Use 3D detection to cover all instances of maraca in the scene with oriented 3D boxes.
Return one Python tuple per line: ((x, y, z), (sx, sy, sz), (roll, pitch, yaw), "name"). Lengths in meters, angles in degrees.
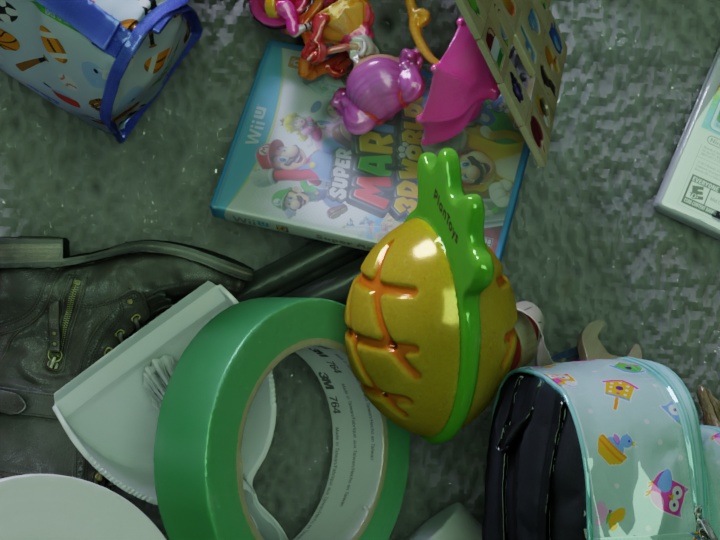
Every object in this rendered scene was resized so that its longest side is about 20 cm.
((0.047, 0.019, 1.002), (0.107, 0.200, 0.137), (-8, 43, -20), "maraca")

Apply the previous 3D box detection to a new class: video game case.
((0.340, -0.087, 1.182), (0.200, 0.024, 0.182), (24, 82, -2), "video game case")
((0.012, -0.080, 1.104), (0.200, 0.018, 0.143), (12, 65, 9), "video game case")

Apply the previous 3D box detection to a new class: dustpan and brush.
((-0.098, 0.124, 1.073), (0.140, 0.057, 0.200), (-37, 129, -13), "dustpan and brush")

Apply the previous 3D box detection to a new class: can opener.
((0.000, 0.000, 1.122), (0.200, 0.067, 0.053), (-27, 66, 4), "can opener")

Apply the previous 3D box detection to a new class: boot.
((-0.173, 0.065, 1.089), (0.200, 0.069, 0.174), (2, 90, 4), "boot")

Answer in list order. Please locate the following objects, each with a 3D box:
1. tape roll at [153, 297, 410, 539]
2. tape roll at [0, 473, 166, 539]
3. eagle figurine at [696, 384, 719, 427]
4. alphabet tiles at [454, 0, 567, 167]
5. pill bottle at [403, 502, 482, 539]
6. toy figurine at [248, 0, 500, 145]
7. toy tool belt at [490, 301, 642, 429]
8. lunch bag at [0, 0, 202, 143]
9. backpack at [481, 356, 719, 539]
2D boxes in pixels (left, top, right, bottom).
((-0.046, 0.118, 1.042), (0.200, 0.048, 0.201), (0, 90, -51), "tape roll")
((-0.219, 0.232, 0.995), (0.203, 0.139, 0.203), (8, 74, -29), "tape roll")
((0.325, 0.128, 1.101), (0.200, 0.152, 0.151), (5, 41, -12), "eagle figurine")
((0.099, -0.188, 1.082), (0.008, 0.200, 0.167), (-18, 119, 24), "alphabet tiles")
((0.096, 0.261, 1.072), (0.114, 0.114, 0.200), (-41, 89, -9), "pill bottle")
((0.011, -0.166, 1.081), (0.200, 0.150, 0.184), (-28, 73, 13), "toy figurine")
((0.154, 0.102, 1.108), (0.123, 0.125, 0.200), (-25, 91, -42), "toy tool belt")
((-0.197, -0.180, 1.038), (0.170, 0.200, 0.124), (34, 90, -1), "lunch bag")
((0.151, 0.148, 0.948), (0.153, 0.176, 0.200), (-11, 91, -12), "backpack")
